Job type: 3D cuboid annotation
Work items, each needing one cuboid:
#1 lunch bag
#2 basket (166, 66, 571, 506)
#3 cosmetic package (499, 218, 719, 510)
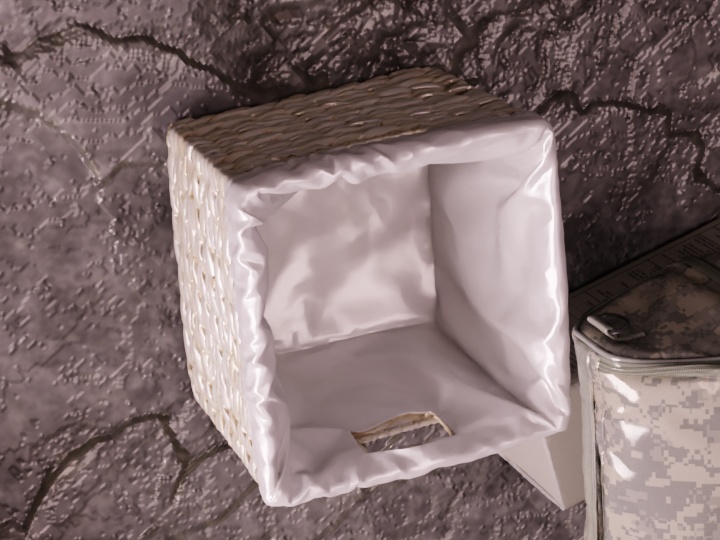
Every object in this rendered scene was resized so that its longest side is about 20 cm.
[{"bbox_3d":[0.204,0.100,1.468,0.167,0.139,0.201,-14,119,-18],"label":"lunch bag"},{"bbox_3d":[0.000,0.000,1.438,0.197,0.161,0.201,-14,115,-20],"label":"basket"},{"bbox_3d":[0.181,0.057,1.579,0.199,0.103,0.088,-25,119,-13],"label":"cosmetic package"}]
